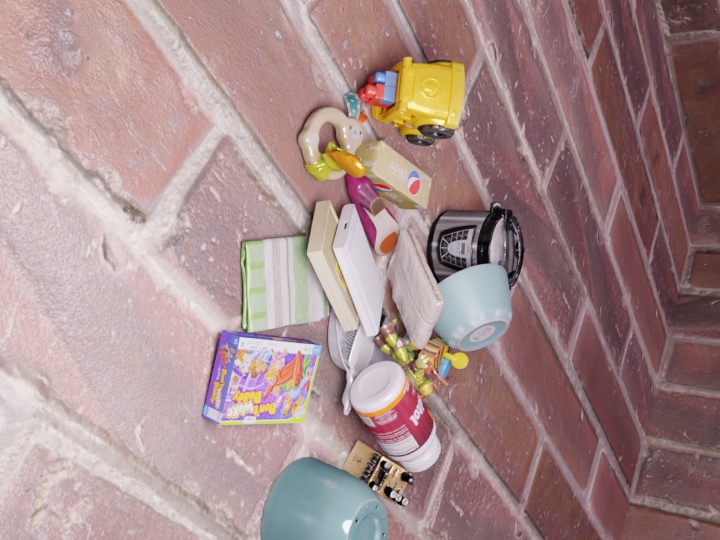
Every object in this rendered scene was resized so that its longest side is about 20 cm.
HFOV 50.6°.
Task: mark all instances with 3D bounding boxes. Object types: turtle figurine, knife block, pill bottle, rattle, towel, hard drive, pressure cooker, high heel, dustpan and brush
[{"bbox_3d":[0.088,0.181,1.439,0.064,0.162,0.201,-34,163,-11],"label":"turtle figurine"},{"bbox_3d":[0.060,0.400,1.446,0.065,0.174,0.200,-57,138,-9],"label":"knife block"},{"bbox_3d":[0.070,0.272,1.396,0.114,0.111,0.202,-55,127,-34],"label":"pill bottle"},{"bbox_3d":[-0.007,-0.246,1.339,0.199,0.142,0.132,-39,105,-37],"label":"rattle"},{"bbox_3d":[-0.127,0.019,1.291,0.198,0.030,0.153,-6,96,-51],"label":"towel"},{"bbox_3d":[0.000,0.000,1.387,0.133,0.026,0.203,-78,154,-51],"label":"hard drive"},{"bbox_3d":[0.100,0.030,1.452,0.034,0.202,0.134,-4,138,-20],"label":"towel"},{"bbox_3d":[0.266,-0.048,1.674,0.180,0.197,0.177,-59,137,-31],"label":"pressure cooker"},{"bbox_3d":[0.022,-0.110,1.470,0.067,0.096,0.201,-34,148,-13],"label":"high heel"},{"bbox_3d":[-0.019,0.166,1.419,0.139,0.056,0.204,35,66,-50],"label":"dustpan and brush"}]

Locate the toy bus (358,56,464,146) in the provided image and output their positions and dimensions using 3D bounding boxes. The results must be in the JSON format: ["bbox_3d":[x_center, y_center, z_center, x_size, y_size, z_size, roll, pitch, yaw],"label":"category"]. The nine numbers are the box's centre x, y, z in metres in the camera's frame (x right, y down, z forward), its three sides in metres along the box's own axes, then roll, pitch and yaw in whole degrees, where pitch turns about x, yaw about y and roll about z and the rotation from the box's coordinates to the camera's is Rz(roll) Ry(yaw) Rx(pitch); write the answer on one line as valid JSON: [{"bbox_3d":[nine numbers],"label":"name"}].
[{"bbox_3d":[0.082,-0.325,1.453,0.188,0.200,0.139,6,87,-18],"label":"toy bus"}]

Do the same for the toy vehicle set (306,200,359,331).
[{"bbox_3d":[-0.041,-0.007,1.347,0.126,0.026,0.202,-82,157,-44],"label":"toy vehicle set"}]

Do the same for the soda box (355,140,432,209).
[{"bbox_3d":[0.063,-0.184,1.497,0.199,0.063,0.069,26,72,-52],"label":"soda box"}]

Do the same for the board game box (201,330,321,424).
[{"bbox_3d":[-0.154,0.175,1.231,0.198,0.044,0.137,13,91,-53],"label":"board game box"}]

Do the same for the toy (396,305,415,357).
[{"bbox_3d":[0.097,0.085,1.565,0.116,0.046,0.203,85,11,-54],"label":"toy"}]

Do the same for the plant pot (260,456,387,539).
[{"bbox_3d":[-0.049,0.441,1.320,0.199,0.159,0.205,-6,98,-53],"label":"plant pot"}]

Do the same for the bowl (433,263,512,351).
[{"bbox_3d":[0.229,0.089,1.549,0.200,0.200,0.106,25,34,-51],"label":"bowl"}]

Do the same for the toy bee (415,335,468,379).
[{"bbox_3d":[0.164,0.168,1.632,0.200,0.129,0.111,131,-20,-88],"label":"toy bee"}]

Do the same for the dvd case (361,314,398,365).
[{"bbox_3d":[0.058,0.209,1.563,0.201,0.017,0.144,57,49,-40],"label":"dvd case"}]
